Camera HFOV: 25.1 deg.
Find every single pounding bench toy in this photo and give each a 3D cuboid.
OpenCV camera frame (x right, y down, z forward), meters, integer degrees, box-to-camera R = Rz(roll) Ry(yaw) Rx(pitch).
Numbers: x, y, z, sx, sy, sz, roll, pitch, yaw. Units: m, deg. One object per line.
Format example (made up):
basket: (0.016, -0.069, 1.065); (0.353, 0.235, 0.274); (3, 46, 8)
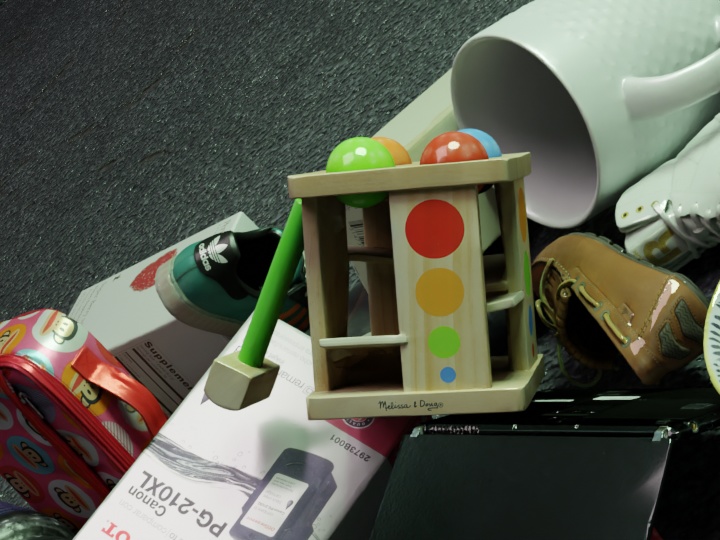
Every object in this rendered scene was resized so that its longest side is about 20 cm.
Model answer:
pounding bench toy: (0.000, 0.000, 0.955); (0.199, 0.157, 0.124); (-4, 5, 12)

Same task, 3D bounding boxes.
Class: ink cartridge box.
ink cartridge box: (-0.063, 0.148, 1.042); (0.145, 0.084, 0.200); (27, 68, 27)

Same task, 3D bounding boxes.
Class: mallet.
mallet: (0.084, 0.006, 1.183); (0.066, 0.041, 0.200); (-41, 20, 7)

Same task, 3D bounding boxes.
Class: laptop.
laptop: (0.113, 0.127, 0.862); (0.177, 0.104, 0.200); (-4, 3, 43)

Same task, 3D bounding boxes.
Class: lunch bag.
lunch bag: (-0.213, 0.121, 1.242); (0.176, 0.200, 0.082); (-16, 31, 45)

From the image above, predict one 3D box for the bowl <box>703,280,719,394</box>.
bowl: (0.278, 0.027, 0.789); (0.201, 0.094, 0.201); (-34, 26, 19)

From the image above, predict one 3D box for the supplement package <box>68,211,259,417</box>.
supplement package: (-0.147, 0.061, 1.329); (0.200, 0.120, 0.121); (-24, 30, 34)

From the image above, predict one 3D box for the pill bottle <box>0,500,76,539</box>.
pill bottle: (-0.278, 0.238, 1.254); (0.200, 0.112, 0.112); (-1, 48, 56)

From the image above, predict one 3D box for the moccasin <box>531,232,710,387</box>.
moccasin: (0.148, 0.029, 1.001); (0.078, 0.074, 0.201); (-43, 23, -4)

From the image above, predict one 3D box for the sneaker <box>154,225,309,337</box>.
sneaker: (-0.059, 0.013, 1.219); (0.080, 0.200, 0.072); (-32, 66, 30)

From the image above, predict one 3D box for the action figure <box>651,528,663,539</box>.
action figure: (0.134, 0.160, 0.853); (0.065, 0.052, 0.200); (-36, 27, 2)

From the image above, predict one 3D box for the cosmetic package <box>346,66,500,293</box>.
cosmetic package: (0.067, -0.073, 1.190); (0.073, 0.104, 0.200); (-7, 29, 47)

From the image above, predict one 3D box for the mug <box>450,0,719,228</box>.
mug: (0.188, -0.133, 1.100); (0.175, 0.148, 0.200); (-32, 16, -25)

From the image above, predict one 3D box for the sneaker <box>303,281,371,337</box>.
sneaker: (-0.035, 0.078, 1.210); (0.200, 0.075, 0.106); (-24, 25, 18)

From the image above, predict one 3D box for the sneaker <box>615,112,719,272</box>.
sneaker: (0.221, -0.027, 0.994); (0.116, 0.074, 0.200); (-39, 16, 12)
